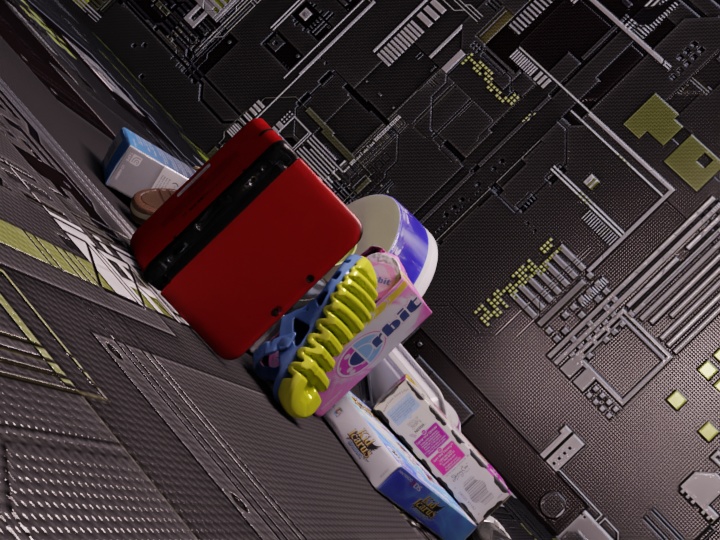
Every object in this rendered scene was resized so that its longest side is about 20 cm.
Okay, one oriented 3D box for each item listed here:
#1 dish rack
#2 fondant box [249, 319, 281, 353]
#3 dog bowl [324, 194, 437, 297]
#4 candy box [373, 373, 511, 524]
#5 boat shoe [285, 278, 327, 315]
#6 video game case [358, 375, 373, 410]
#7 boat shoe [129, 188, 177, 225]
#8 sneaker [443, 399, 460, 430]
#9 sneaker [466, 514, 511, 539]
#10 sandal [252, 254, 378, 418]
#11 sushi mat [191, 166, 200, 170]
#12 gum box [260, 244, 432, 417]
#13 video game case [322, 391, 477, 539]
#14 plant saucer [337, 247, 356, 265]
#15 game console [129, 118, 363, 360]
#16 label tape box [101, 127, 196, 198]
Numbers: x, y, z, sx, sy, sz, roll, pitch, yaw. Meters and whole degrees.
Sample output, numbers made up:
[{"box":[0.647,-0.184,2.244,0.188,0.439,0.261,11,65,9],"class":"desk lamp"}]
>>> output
[{"box":[0.056,0.202,1.801,0.200,0.043,0.172,48,-38,47],"class":"dish rack"},{"box":[-0.123,0.058,1.546,0.144,0.058,0.200,47,2,25],"class":"fondant box"},{"box":[0.000,0.000,1.605,0.079,0.200,0.200,44,2,-30],"class":"dog bowl"},{"box":[0.106,0.229,1.607,0.200,0.061,0.136,47,0,3],"class":"candy box"},{"box":[-0.107,0.008,1.417,0.199,0.066,0.075,7,38,-35],"class":"boat shoe"},{"box":[0.002,0.129,1.743,0.143,0.019,0.201,-102,-176,-87],"class":"video game case"},{"box":[-0.197,-0.046,1.541,0.202,0.075,0.075,11,33,-26],"class":"boat shoe"},{"box":[0.115,0.269,1.815,0.075,0.100,0.200,-1,55,-51],"class":"sneaker"},{"box":[0.216,0.408,1.634,0.200,0.066,0.091,42,5,-16],"class":"sneaker"},{"box":[-0.053,0.062,1.350,0.087,0.200,0.080,17,-29,35],"class":"sandal"},{"box":[-0.165,-0.113,1.700,0.095,0.012,0.200,30,-4,-26],"class":"sushi mat"},{"box":[-0.014,0.070,1.450,0.066,0.200,0.114,46,-1,30],"class":"gum box"},{"box":[0.041,0.240,1.538,0.200,0.045,0.181,45,1,-44],"class":"video game case"},{"box":[-0.098,-0.066,1.543,0.199,0.031,0.200,23,33,-17],"class":"plant saucer"},{"box":[-0.124,-0.037,1.288,0.119,0.200,0.172,46,1,-29],"class":"game console"},{"box":[-0.241,-0.104,1.631,0.200,0.066,0.143,33,5,-20],"class":"label tape box"}]
